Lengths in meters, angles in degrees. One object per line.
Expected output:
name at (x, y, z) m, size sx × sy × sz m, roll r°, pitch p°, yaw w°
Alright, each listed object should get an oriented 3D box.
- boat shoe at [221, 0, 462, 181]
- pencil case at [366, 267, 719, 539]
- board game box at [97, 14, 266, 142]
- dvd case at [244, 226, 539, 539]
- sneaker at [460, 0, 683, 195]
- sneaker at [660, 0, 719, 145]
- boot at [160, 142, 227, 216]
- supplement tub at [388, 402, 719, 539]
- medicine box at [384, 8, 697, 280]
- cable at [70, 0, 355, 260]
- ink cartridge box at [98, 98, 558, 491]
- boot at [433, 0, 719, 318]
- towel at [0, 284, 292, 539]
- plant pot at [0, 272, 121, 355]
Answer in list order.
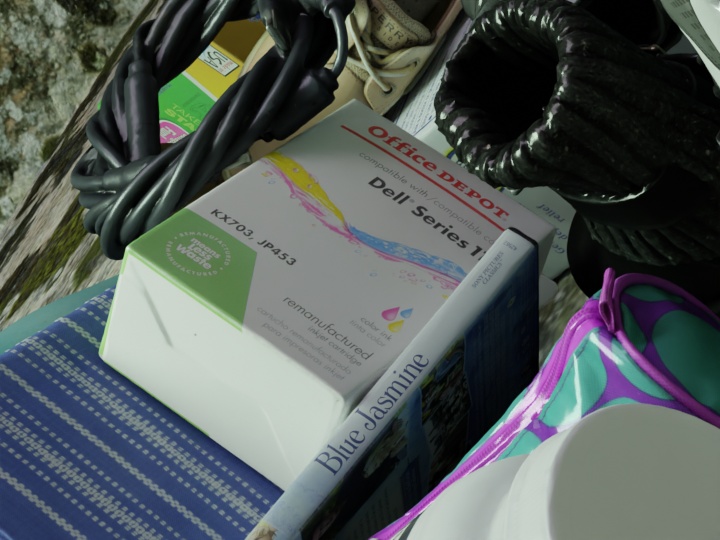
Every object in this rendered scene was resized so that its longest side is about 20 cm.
boat shoe at (0.002, -0.116, 1.161) m, size 0.200 × 0.071 × 0.065 m, roll -57°, pitch 13°, yaw -11°
pencil case at (0.060, 0.090, 0.874) m, size 0.200 × 0.092 × 0.085 m, roll -47°, pitch 17°, yaw 28°
board game box at (-0.029, -0.068, 1.310) m, size 0.040 × 0.200 × 0.153 m, roll -62°, pitch 15°, yaw -24°
dvd case at (0.008, 0.089, 0.977) m, size 0.200 × 0.018 × 0.143 m, roll -49°, pitch -21°, yaw -20°
sneaker at (0.112, -0.125, 0.988) m, size 0.200 × 0.060 × 0.104 m, roll -38°, pitch 34°, yaw 5°
sneaker at (0.142, -0.055, 0.774) m, size 0.066 × 0.200 × 0.091 m, roll -37°, pitch -15°, yaw -43°
boot at (-0.063, 0.022, 1.229) m, size 0.155 × 0.200 × 0.073 m, roll -44°, pitch 35°, yaw 41°
supplement tub at (0.042, 0.142, 0.711) m, size 0.200 × 0.140 × 0.140 m, roll -44°, pitch 18°, yaw 37°
medicine box at (0.095, -0.098, 1.174) m, size 0.200 × 0.103 × 0.182 m, roll -41°, pitch 20°, yaw 46°
cable at (-0.070, -0.081, 1.105) m, size 0.163 × 0.051 × 0.200 m, roll -49°, pitch 23°, yaw 6°
ink cartridge box at (0.000, 0.000, 1.023) m, size 0.200 × 0.117 × 0.067 m, roll -37°, pitch -27°, yaw -45°
boot at (0.091, -0.037, 0.899) m, size 0.211 × 0.158 × 0.080 m, roll -19°, pitch 56°, yaw 66°
towel at (-0.083, 0.071, 0.980) m, size 0.200 × 0.145 × 0.024 m, roll -34°, pitch -28°, yaw -46°
plant pot at (-0.099, 0.090, 1.099) m, size 0.200 × 0.200 × 0.188 m, roll -38°, pitch 8°, yaw 49°
